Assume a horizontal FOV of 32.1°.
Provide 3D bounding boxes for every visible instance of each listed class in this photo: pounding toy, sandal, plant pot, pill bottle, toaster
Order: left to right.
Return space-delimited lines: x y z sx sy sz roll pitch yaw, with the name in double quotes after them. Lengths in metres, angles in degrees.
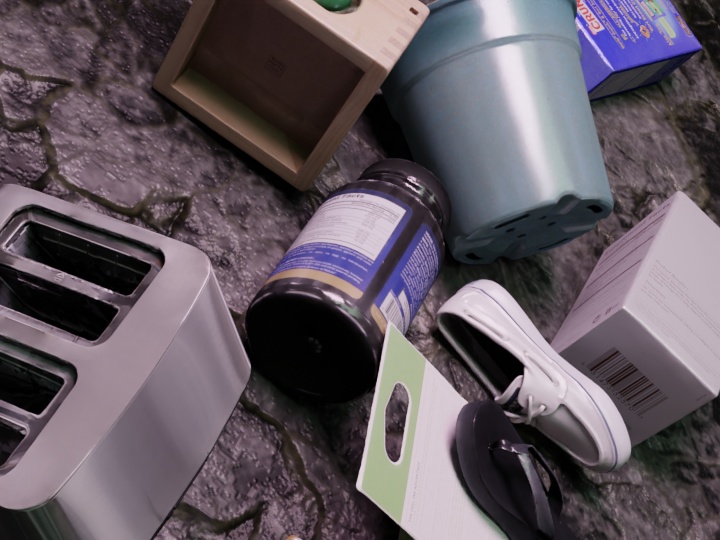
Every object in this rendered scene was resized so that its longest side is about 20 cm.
-0.170 0.069 0.683 0.200 0.119 0.181 19 57 21 "toaster"
-0.030 -0.197 1.020 0.184 0.200 0.142 35 44 -4 "pounding toy"
0.000 0.000 0.978 0.112 0.112 0.200 40 43 -7 "pill bottle"
0.126 -0.121 1.119 0.200 0.200 0.196 -2 70 -39 "plant pot"
0.133 0.174 0.936 0.200 0.043 0.076 58 33 -19 "sandal"

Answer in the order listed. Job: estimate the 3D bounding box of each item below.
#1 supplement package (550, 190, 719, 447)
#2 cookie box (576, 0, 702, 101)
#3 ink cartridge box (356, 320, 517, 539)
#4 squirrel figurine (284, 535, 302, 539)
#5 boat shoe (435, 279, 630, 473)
0.271 0.043 1.152 0.117 0.117 0.200 43 44 -3 "supplement package"
0.268 -0.286 1.418 0.200 0.075 0.171 -20 73 -44 "cookie box"
0.052 0.153 0.908 0.200 0.048 0.146 44 40 -32 "ink cartridge box"
-0.091 0.229 0.728 0.200 0.142 0.187 38 38 -13 "squirrel figurine"
0.139 0.099 1.052 0.200 0.074 0.065 46 47 14 "boat shoe"
